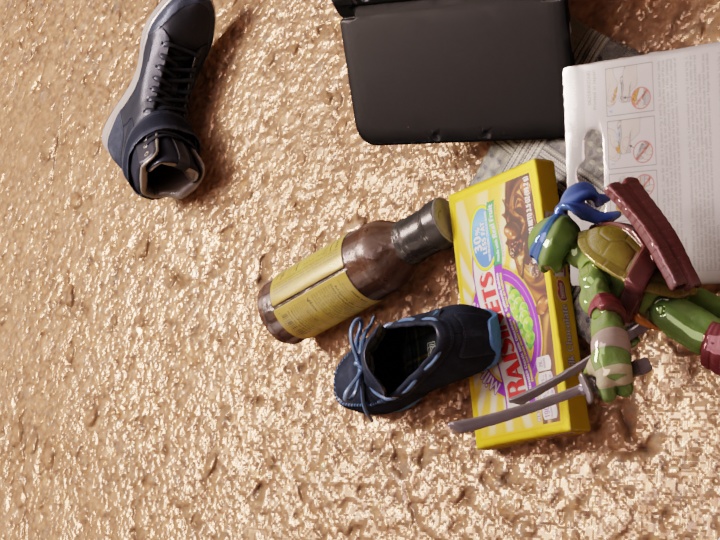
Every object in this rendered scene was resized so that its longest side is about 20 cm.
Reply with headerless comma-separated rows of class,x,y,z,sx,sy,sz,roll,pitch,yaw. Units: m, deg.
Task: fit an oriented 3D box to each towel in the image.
towel,0.175,-0.072,1.017,0.192,0.034,0.201,44,109,44

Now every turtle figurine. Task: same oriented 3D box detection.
turtle figurine,0.185,0.058,0.870,0.192,0.144,0.202,19,75,19

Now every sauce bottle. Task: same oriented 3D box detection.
sauce bottle,0.000,0.000,1.121,0.199,0.064,0.066,-27,60,36

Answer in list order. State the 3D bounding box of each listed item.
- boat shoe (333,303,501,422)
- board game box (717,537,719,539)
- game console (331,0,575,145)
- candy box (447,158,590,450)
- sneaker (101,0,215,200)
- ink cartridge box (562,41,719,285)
boat shoe,0.027,0.062,1.052,0.200,0.068,0.085,-36,58,50
board game box,0.289,0.186,0.823,0.134,0.034,0.201,42,106,42
game console,0.088,-0.206,1.070,0.198,0.117,0.177,1,52,31
candy box,0.116,0.028,1.009,0.102,0.026,0.203,-22,69,51
sneaker,-0.180,-0.166,1.323,0.204,0.076,0.147,-63,35,21
ink cartridge box,0.238,-0.073,0.921,0.198,0.057,0.165,-3,88,45
